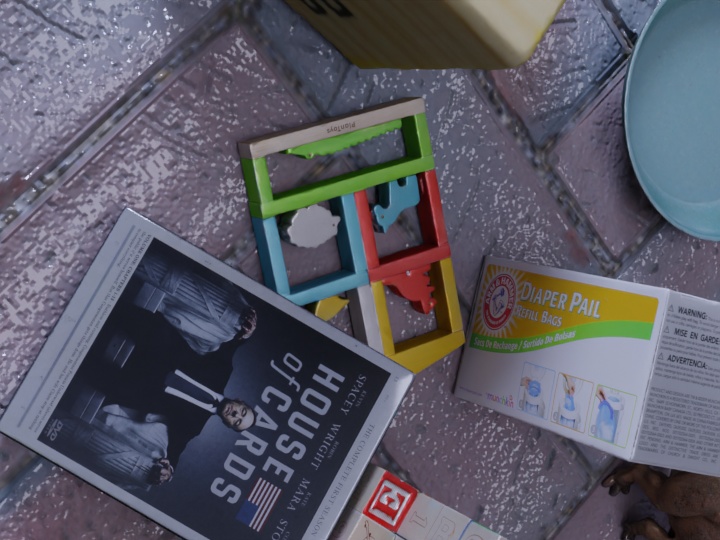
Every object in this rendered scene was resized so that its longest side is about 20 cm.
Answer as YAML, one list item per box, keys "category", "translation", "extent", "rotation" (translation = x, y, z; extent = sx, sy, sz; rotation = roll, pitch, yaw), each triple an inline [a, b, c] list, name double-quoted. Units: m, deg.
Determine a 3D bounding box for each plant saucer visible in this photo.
- category: "plant saucer"
  translation: [0.263, -0.123, 1.003]
  extent: [0.198, 0.036, 0.202]
  rotation: [-5, 100, -28]

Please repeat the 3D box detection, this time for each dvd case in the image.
- category: "dvd case"
  translation: [-0.088, 0.077, 0.793]
  extent: [0.199, 0.025, 0.151]
  rotation: [29, 81, 1]

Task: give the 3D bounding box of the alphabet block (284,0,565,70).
- category: "alphabet block"
  translation: [0.022, -0.248, 0.762]
  extent: [0.200, 0.196, 0.196]
  rotation: [37, 81, -28]

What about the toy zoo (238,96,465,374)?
- category: "toy zoo"
  translation: [0.000, 0.000, 0.884]
  extent: [0.130, 0.020, 0.202]
  rotation: [-18, 106, -26]

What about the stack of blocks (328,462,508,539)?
- category: "stack of blocks"
  translation: [0.034, 0.168, 0.824]
  extent: [0.115, 0.200, 0.059]
  rotation: [36, 81, -29]

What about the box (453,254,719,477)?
- category: "box"
  translation: [0.163, 0.059, 0.880]
  extent: [0.112, 0.200, 0.102]
  rotation: [13, 90, -27]

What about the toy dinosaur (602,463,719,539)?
- category: "toy dinosaur"
  translation: [0.257, 0.177, 0.986]
  extent: [0.085, 0.135, 0.202]
  rotation: [-27, 109, -23]
